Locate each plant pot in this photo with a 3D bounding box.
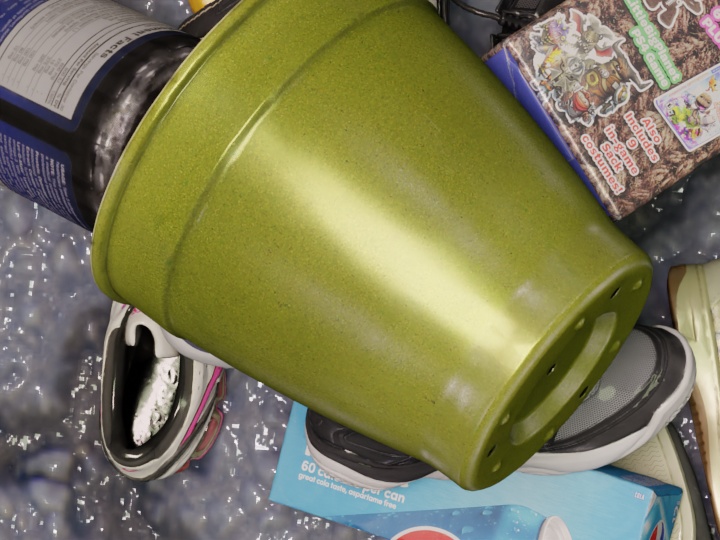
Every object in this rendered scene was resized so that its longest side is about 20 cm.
[{"bbox_3d":[0.018,-0.009,1.197,0.193,0.200,0.201,39,94,17],"label":"plant pot"}]

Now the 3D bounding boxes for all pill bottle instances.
[{"bbox_3d":[-0.124,-0.075,1.365,0.200,0.112,0.112,26,94,37],"label":"pill bottle"}]

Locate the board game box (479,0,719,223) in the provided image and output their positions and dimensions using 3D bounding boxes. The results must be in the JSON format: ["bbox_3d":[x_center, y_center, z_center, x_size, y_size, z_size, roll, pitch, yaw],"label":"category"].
[{"bbox_3d":[0.144,-0.101,1.306,0.200,0.159,0.097,-33,91,-19],"label":"board game box"}]

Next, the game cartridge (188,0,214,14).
[{"bbox_3d":[-0.040,-0.258,1.437,0.176,0.032,0.201,-20,92,4],"label":"game cartridge"}]

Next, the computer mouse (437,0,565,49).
[{"bbox_3d":[0.111,-0.144,1.415,0.199,0.046,0.141,9,80,-13],"label":"computer mouse"}]

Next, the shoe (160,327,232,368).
[{"bbox_3d":[0.000,0.000,1.374,0.199,0.091,0.072,-10,84,-21],"label":"shoe"}]

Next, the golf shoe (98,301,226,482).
[{"bbox_3d":[-0.092,0.013,1.419,0.072,0.092,0.201,9,91,7],"label":"golf shoe"}]

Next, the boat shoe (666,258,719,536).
[{"bbox_3d":[0.208,0.090,1.407,0.062,0.073,0.201,-13,90,7],"label":"boat shoe"}]

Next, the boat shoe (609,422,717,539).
[{"bbox_3d":[0.164,0.169,1.423,0.072,0.068,0.201,-20,76,31],"label":"boat shoe"}]

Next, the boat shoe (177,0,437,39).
[{"bbox_3d":[-0.033,-0.137,1.383,0.074,0.200,0.061,12,73,-33],"label":"boat shoe"}]

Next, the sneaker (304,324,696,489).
[{"bbox_3d":[0.063,0.049,1.318,0.199,0.114,0.076,-10,59,6],"label":"sneaker"}]

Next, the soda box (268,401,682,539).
[{"bbox_3d":[0.059,0.116,1.397,0.199,0.064,0.068,16,93,21],"label":"soda box"}]
